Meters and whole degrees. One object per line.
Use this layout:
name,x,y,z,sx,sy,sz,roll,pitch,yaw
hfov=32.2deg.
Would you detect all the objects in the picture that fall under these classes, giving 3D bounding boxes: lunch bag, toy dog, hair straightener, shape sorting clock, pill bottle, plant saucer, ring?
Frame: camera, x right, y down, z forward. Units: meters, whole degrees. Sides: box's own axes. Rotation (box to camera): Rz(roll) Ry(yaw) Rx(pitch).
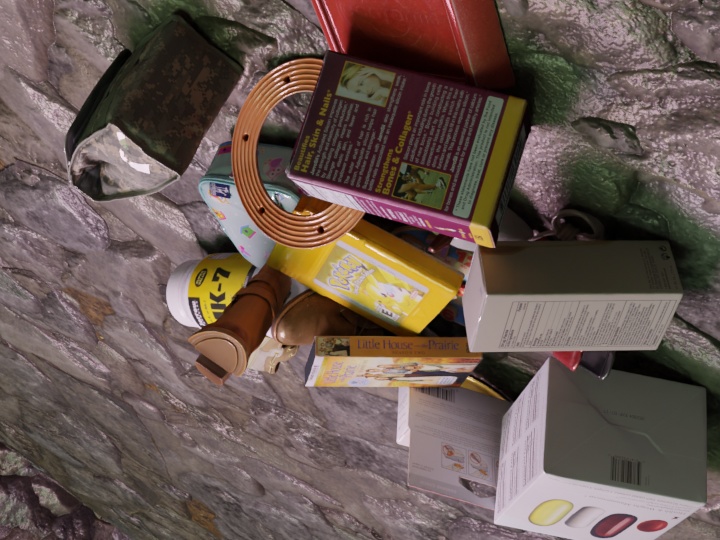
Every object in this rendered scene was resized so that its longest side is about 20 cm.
lunch bag,-0.095,-0.068,1.499,0.160,0.077,0.200,14,151,30
toy dog,0.149,-0.021,1.321,0.200,0.096,0.132,24,151,14
lunch bag,-0.248,-0.171,1.404,0.118,0.164,0.200,38,151,-22
hair straightener,0.243,0.090,1.387,0.077,0.041,0.200,18,180,-10
shape sorting clock,0.116,0.015,1.469,0.200,0.039,0.200,24,150,15
pill bottle,-0.166,0.033,1.692,0.200,0.114,0.114,0,138,44
plant saucer,0.029,-0.245,1.155,0.199,0.037,0.200,13,145,31
ring,-0.056,-0.123,1.315,0.200,0.201,0.019,10,-171,34

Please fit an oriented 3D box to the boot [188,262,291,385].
boot,-0.133,0.049,1.483,0.074,0.155,0.200,37,162,-4

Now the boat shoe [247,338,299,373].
boat shoe,-0.118,0.096,1.801,0.066,0.074,0.200,23,154,-10

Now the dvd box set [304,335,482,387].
dvd box set,0.036,0.112,1.517,0.200,0.029,0.146,1,160,-8

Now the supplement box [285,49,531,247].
supplement box,0.049,-0.114,1.187,0.200,0.131,0.103,17,174,12

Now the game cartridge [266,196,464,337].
game cartridge,0.000,0.000,1.417,0.200,0.032,0.176,27,154,-4

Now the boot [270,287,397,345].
boot,-0.012,0.060,1.510,0.075,0.200,0.074,41,131,45

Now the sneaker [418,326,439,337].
sneaker,0.038,0.079,1.620,0.200,0.076,0.077,25,146,-7

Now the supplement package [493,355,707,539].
supplement package,0.277,0.220,1.464,0.191,0.147,0.200,12,151,-5

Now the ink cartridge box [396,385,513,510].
ink cartridge box,0.143,0.233,1.584,0.200,0.174,0.044,18,137,-15

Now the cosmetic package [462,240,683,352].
cosmetic package,0.210,0.026,1.257,0.200,0.071,0.105,1,142,-8

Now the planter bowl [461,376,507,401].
planter bowl,0.126,0.225,1.737,0.200,0.084,0.200,24,151,15
